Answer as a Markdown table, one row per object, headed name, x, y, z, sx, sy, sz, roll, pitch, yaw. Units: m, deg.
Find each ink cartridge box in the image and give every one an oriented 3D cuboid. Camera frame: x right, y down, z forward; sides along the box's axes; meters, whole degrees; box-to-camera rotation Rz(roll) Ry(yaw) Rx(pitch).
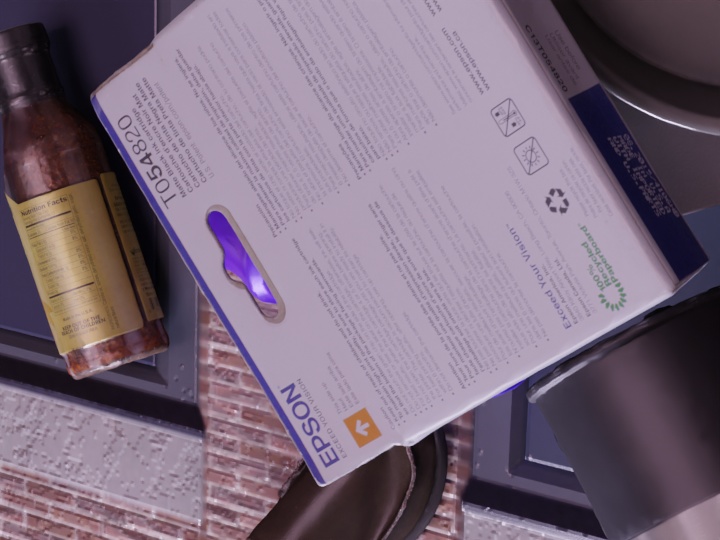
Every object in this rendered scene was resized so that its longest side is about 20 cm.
| name | x | y | z | sx | sy | sz | roll | pitch | yaw |
| --- | --- | --- | --- | --- | --- | --- | --- | --- | --- |
| ink cartridge box | 0.009 | -0.039 | 0.857 | 0.200 | 0.041 | 0.200 | -32 | 88 | 38 |

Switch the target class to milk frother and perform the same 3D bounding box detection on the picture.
| name | x | y | z | sx | sy | sz | roll | pitch | yaw |
| --- | --- | --- | --- | --- | --- | --- | --- | --- | --- |
| milk frother | 0.208 | 0.085 | 0.917 | 0.200 | 0.180 | 0.189 | -36 | 76 | 42 |

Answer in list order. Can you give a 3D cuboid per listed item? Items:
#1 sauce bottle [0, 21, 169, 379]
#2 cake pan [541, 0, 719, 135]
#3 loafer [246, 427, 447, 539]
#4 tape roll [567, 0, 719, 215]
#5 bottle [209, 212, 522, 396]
| name | x | y | z | sx | sy | sz | roll | pitch | yaw |
| --- | --- | --- | --- | --- | --- | --- | --- | --- | --- |
| sauce bottle | -0.167 | -0.041 | 1.229 | 0.066 | 0.066 | 0.201 | -19 | 87 | 37 |
| cake pan | 0.152 | -0.151 | 0.819 | 0.200 | 0.037 | 0.201 | 1 | 106 | 4 |
| loafer | -0.018 | 0.144 | 1.160 | 0.073 | 0.071 | 0.200 | 38 | 120 | 22 |
| tape roll | 0.075 | -0.083 | 0.956 | 0.202 | 0.203 | 0.140 | -13 | 94 | 37 |
| bottle | 0.000 | 0.000 | 1.116 | 0.200 | 0.065 | 0.084 | 19 | 112 | 31 |
